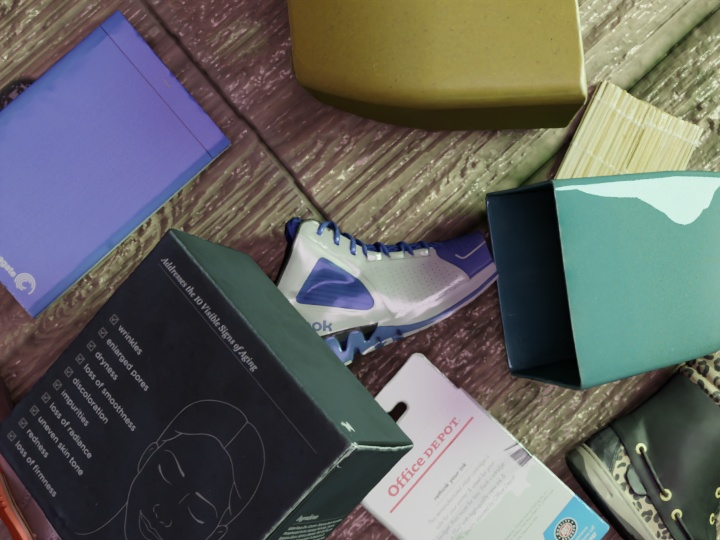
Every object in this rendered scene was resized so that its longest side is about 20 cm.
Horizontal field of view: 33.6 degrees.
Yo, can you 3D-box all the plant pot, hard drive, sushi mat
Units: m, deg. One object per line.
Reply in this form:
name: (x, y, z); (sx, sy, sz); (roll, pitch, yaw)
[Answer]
plant pot: (0.048, -0.196, 0.858); (0.197, 0.194, 0.198); (-7, 90, 6)
hard drive: (-0.215, -0.081, 0.906); (0.200, 0.025, 0.132); (-42, 94, -5)
sushi mat: (0.192, -0.044, 0.953); (0.095, 0.012, 0.202); (26, 88, -7)
plant pot: (0.215, -0.004, 0.886); (0.197, 0.141, 0.143); (-9, 92, -14)

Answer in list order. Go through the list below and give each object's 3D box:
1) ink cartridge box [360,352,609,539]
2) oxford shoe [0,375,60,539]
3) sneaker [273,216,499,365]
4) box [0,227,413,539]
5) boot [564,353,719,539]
ink cartridge box: (0.075, 0.167, 0.913); (0.200, 0.068, 0.116); (43, 86, -4)
oxford shoe: (-0.241, 0.160, 0.891); (0.072, 0.071, 0.202); (-21, 97, -25)
sneaker: (-0.001, 0.000, 0.900); (0.198, 0.081, 0.116); (-26, 94, -4)
box: (-0.108, 0.116, 0.816); (0.197, 0.124, 0.200); (-47, 69, 11)
boot: (0.274, 0.173, 0.935); (0.150, 0.073, 0.200); (-42, 88, -4)
